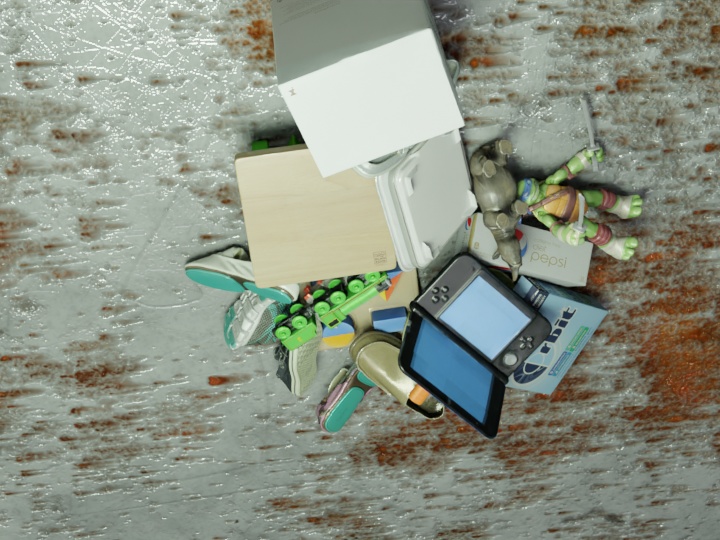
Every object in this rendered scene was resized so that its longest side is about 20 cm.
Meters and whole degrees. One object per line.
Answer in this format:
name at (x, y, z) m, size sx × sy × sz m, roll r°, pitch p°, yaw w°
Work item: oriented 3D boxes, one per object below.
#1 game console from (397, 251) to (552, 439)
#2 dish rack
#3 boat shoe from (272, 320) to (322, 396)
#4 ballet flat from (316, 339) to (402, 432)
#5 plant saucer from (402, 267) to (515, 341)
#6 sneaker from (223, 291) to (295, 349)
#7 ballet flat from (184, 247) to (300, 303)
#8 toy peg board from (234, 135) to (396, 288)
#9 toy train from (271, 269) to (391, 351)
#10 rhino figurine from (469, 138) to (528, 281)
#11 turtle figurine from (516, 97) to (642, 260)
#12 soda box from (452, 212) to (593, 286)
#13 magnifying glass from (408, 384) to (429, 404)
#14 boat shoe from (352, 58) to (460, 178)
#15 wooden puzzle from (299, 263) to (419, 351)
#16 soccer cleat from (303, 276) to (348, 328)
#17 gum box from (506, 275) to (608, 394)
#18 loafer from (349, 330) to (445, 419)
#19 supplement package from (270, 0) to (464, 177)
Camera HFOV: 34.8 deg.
game console at (0.168, 0.106, 1.639) m, size 0.200 × 0.119 × 0.171 m, roll 38°, pitch 103°, yaw -22°
dish rack at (0.099, -0.109, 1.577) m, size 0.043 × 0.172 × 0.201 m, roll 19°, pitch 143°, yaw 36°
boat shoe at (-0.102, 0.125, 1.790) m, size 0.062 × 0.075 × 0.201 m, roll 34°, pitch 150°, yaw 16°
ballet flat at (-0.005, 0.172, 1.852) m, size 0.200 × 0.071 × 0.069 m, roll -49°, pitch 132°, yaw 9°
plant saucer at (0.146, 0.073, 1.739) m, size 0.198 × 0.031 × 0.201 m, roll -15°, pitch 128°, yaw -19°
sneaker at (-0.129, 0.044, 1.745) m, size 0.091 × 0.078 × 0.200 m, roll 9°, pitch 135°, yaw -37°
ballet flat at (-0.165, 0.000, 1.674) m, size 0.199 × 0.070 × 0.070 m, roll 11°, pitch 141°, yaw 32°
toy peg board at (-0.061, -0.098, 1.581) m, size 0.198 × 0.098 × 0.201 m, roll -8°, pitch 122°, yaw -1°
toy train at (-0.039, 0.050, 1.654) m, size 0.199 × 0.042 × 0.056 m, roll -32°, pitch 124°, yaw 15°
rhino figurine at (0.199, -0.083, 1.614) m, size 0.059 × 0.087 × 0.202 m, roll -15°, pitch 99°, yaw -9°
turtle figurine at (0.330, -0.098, 1.627) m, size 0.193 × 0.145 × 0.200 m, roll 20°, pitch 129°, yaw -28°
soda box at (0.241, -0.029, 1.708) m, size 0.198 × 0.064 × 0.069 m, roll 13°, pitch 84°, yaw -19°
magnifying glass at (0.138, 0.121, 1.725) m, size 0.079 × 0.022 × 0.201 m, roll 29°, pitch 109°, yaw -18°
boat shoe at (0.056, -0.198, 1.476) m, size 0.074 × 0.202 × 0.065 m, roll 44°, pitch 154°, yaw 5°
wooden puzzle at (0.001, 0.053, 1.775) m, size 0.183 × 0.047 × 0.201 m, roll -9°, pitch 132°, yaw 0°
soccer cleat at (0.000, 0.000, 1.685) m, size 0.077 × 0.069 × 0.200 m, roll 40°, pitch 108°, yaw -17°
gum box at (0.275, 0.105, 1.792) m, size 0.199 × 0.045 × 0.171 m, roll 14°, pitch 114°, yaw -46°
loafer at (0.068, 0.164, 1.788) m, size 0.199 × 0.068 × 0.076 m, roll 34°, pitch 101°, yaw -25°
supplement package at (0.006, -0.254, 1.402) m, size 0.190 × 0.201 × 0.148 m, roll -19°, pitch 131°, yaw 9°
